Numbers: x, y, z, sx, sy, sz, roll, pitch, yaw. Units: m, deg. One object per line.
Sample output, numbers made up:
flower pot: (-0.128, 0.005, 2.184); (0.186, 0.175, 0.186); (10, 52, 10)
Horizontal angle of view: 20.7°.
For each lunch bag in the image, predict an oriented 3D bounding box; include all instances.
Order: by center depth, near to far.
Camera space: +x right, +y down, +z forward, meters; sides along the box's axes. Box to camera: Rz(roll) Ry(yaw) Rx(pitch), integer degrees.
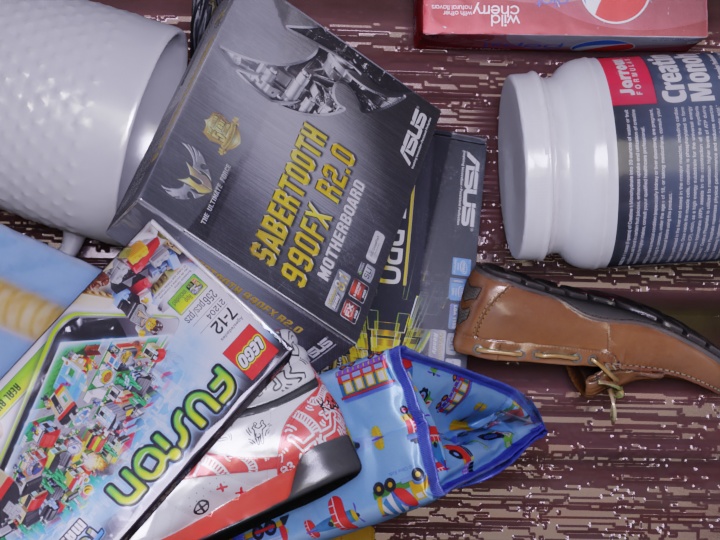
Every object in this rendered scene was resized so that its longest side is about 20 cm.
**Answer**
lunch bag: (0.018, 0.112, 1.250); (0.149, 0.199, 0.095); (-22, 79, 26)

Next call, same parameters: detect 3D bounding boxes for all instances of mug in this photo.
mug: (-0.223, -0.088, 1.301); (0.174, 0.148, 0.202); (17, 117, 5)

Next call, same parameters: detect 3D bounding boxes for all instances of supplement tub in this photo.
supplement tub: (0.198, -0.074, 1.320); (0.198, 0.140, 0.142); (-3, 88, -4)

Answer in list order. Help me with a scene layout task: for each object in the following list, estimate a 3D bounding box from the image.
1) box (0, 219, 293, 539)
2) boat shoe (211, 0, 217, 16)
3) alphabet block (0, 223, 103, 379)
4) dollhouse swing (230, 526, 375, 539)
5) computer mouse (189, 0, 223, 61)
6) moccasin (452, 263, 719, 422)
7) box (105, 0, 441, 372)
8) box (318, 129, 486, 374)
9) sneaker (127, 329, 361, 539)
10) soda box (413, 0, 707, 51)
box: (-0.142, 0.082, 1.082); (0.110, 0.035, 0.200); (40, 76, 5)
boat shoe: (-0.085, -0.103, 1.337); (0.074, 0.068, 0.202); (-5, 88, -4)
alphabet block: (-0.248, 0.074, 1.191); (0.194, 0.199, 0.198); (27, 80, -29)
dollhouse swing: (-0.126, 0.222, 1.302); (0.199, 0.175, 0.183); (34, 42, -24)
computer mouse: (-0.118, -0.093, 1.285); (0.034, 0.058, 0.202); (16, 97, 34)
moccasin: (0.159, 0.056, 1.339); (0.199, 0.074, 0.079); (13, 99, -22)
box: (-0.048, -0.062, 1.206); (0.158, 0.048, 0.201); (35, 50, -16)
box: (0.000, 0.000, 1.320); (0.160, 0.049, 0.202); (8, 87, -32)
sneaker: (-0.108, 0.107, 1.132); (0.200, 0.067, 0.109); (-24, 77, -7)
soda box: (0.136, -0.189, 1.358); (0.198, 0.063, 0.071); (1, 87, -3)
